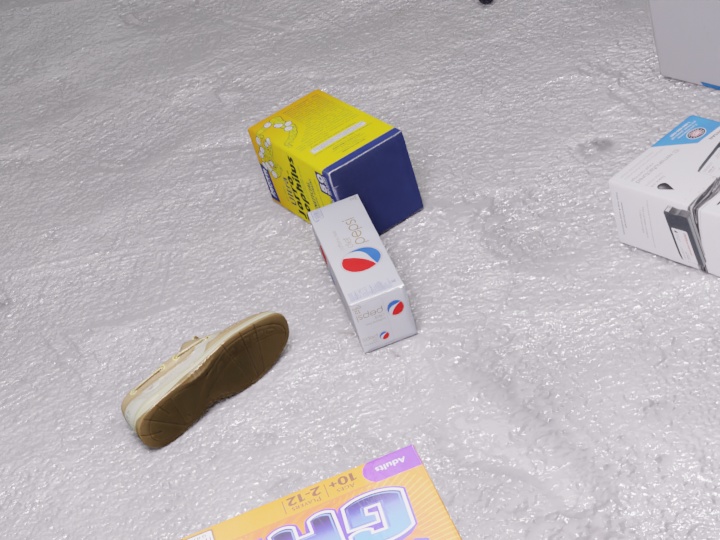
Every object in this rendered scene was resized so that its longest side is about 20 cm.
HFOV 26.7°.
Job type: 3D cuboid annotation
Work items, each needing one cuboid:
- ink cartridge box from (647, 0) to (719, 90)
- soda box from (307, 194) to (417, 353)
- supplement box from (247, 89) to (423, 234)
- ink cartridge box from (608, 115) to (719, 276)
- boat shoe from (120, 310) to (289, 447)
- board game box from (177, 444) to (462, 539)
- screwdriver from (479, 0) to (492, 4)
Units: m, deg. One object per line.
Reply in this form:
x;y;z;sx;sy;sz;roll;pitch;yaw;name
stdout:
0.469;-0.331;1.835;0.199;0.146;0.147;-36;36;-26;ink cartridge box
0.000;0.000;1.643;0.063;0.069;0.200;-20;35;-3;soda box
-0.032;-0.124;1.815;0.109;0.110;0.200;-31;33;-19;supplement box
0.378;-0.072;1.547;0.144;0.085;0.199;-36;36;-25;ink cartridge box
-0.164;0.100;1.578;0.199;0.074;0.066;-35;41;-24;boat shoe
0.001;0.290;1.085;0.198;0.201;0.200;-21;32;-5;board game box
0.163;-0.448;2.275;0.028;0.029;0.201;-19;37;-2;screwdriver
